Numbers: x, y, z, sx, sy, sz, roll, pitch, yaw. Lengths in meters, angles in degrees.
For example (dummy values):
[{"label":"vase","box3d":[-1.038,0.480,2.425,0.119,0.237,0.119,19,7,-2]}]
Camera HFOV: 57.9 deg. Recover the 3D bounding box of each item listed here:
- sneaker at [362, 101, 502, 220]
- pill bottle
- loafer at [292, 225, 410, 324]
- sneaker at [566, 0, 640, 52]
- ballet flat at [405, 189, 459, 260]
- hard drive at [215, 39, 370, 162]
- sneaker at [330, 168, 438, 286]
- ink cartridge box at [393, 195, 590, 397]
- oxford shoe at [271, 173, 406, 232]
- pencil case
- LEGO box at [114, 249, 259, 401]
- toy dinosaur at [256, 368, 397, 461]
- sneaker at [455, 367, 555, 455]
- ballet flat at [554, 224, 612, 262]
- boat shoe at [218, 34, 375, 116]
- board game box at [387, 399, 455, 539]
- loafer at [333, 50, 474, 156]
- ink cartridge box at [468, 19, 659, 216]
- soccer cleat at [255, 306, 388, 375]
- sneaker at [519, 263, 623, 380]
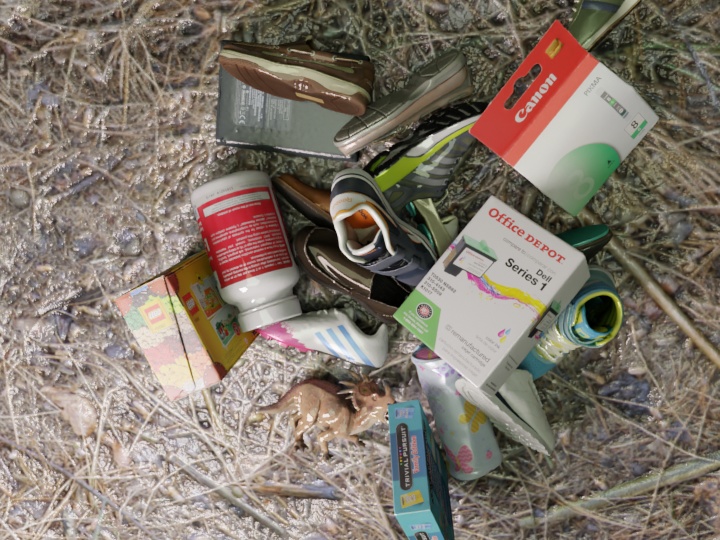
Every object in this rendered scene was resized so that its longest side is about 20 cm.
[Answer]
[{"label":"sneaker","box3d":[0.095,-0.140,0.819,0.200,0.074,0.081,-32,118,7]},{"label":"pill bottle","box3d":[-0.148,-0.024,0.879,0.112,0.112,0.201,-19,87,11]},{"label":"loafer","box3d":[0.000,0.000,0.884,0.200,0.071,0.073,33,67,-20]},{"label":"sneaker","box3d":[0.291,-0.341,0.795,0.090,0.067,0.200,45,104,3]},{"label":"ballet flat","box3d":[0.097,-0.077,0.883,0.069,0.069,0.201,-24,99,12]},{"label":"hard drive","box3d":[-0.093,-0.229,0.883,0.199,0.033,0.140,8,104,6]},{"label":"sneaker","box3d":[0.027,-0.030,0.806,0.078,0.080,0.200,-24,128,30]},{"label":"ink cartridge box","box3d":[0.163,0.030,0.807,0.145,0.084,0.200,39,90,29]},{"label":"oxford shoe","box3d":[-0.028,-0.087,0.902,0.200,0.071,0.071,29,81,-3]},{"label":"pencil case","box3d":[0.137,0.195,0.931,0.083,0.091,0.201,-23,103,-23]},{"label":"LEGO box","box3d":[-0.222,0.062,0.884,0.077,0.200,0.149,-24,99,12]},{"label":"toy dinosaur","box3d":[-0.044,0.196,0.956,0.199,0.086,0.136,16,105,8]},{"label":"sneaker","box3d":[0.214,0.178,0.885,0.200,0.076,0.081,47,64,-29]},{"label":"ballet flat","box3d":[0.241,-0.009,0.882,0.199,0.068,0.069,-12,112,20]},{"label":"boat shoe","box3d":[-0.077,-0.261,0.829,0.202,0.075,0.075,19,82,4]},{"label":"board game box","box3d":[0.085,0.294,0.882,0.047,0.151,0.200,-12,135,10]},{"label":"loafer","box3d":[0.061,-0.202,0.841,0.200,0.072,0.063,-36,121,1]},{"label":"ink cartridge box","box3d":[0.252,-0.177,0.793,0.200,0.050,0.161,26,110,-38]},{"label":"soccer cleat","box3d":[-0.054,0.084,0.944,0.199,0.070,0.087,17,88,2]},{"label":"sneaker","box3d":[0.266,0.086,0.863,0.079,0.131,0.200,33,107,-2]}]
